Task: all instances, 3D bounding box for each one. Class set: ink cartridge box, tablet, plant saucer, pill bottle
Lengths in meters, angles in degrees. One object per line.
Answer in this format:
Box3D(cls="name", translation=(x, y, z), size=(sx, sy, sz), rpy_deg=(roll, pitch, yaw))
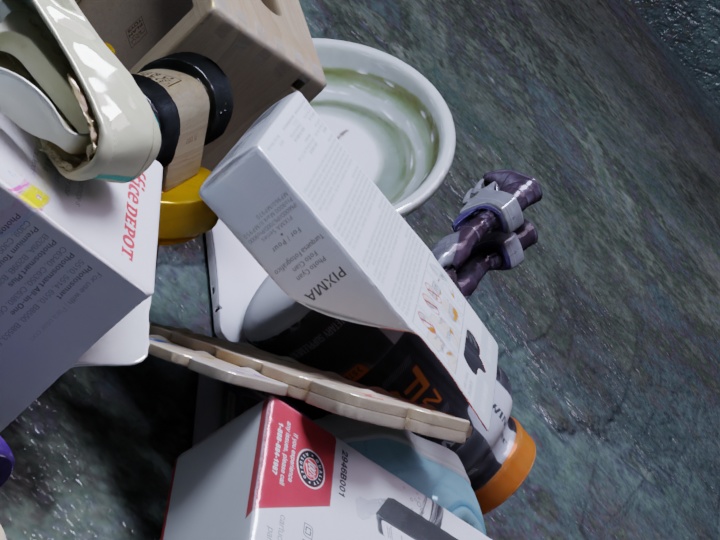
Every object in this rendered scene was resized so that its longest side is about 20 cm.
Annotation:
Box3D(cls="ink cartridge box", translation=(0.000, 0.000, 1.071), size=(0.200, 0.047, 0.160), rpy_deg=(51, 14, -8))
Box3D(cls="tablet", translation=(-0.028, 0.052, 1.286), size=(0.200, 0.014, 0.130), rpy_deg=(36, 26, -30))
Box3D(cls="ink cartridge box", translation=(-0.005, 0.182, 0.974), size=(0.200, 0.084, 0.145), rpy_deg=(36, 39, -27))
Box3D(cls="plant saucer", translation=(-0.032, -0.085, 1.356), size=(0.199, 0.050, 0.201), rpy_deg=(2, 48, -2))
Box3D(cls="pill bottle", translation=(0.026, 0.070, 1.213), size=(0.200, 0.106, 0.106), rpy_deg=(46, 21, -20))
Box3D(cls="ink cartridge box", translation=(-0.195, -0.026, 0.934), size=(0.200, 0.125, 0.129), rpy_deg=(40, 24, -24))

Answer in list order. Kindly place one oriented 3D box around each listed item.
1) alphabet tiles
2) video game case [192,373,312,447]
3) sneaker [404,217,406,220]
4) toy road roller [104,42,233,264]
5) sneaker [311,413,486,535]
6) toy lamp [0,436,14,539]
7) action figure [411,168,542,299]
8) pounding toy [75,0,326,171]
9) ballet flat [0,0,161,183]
Box3D(cls="alphabet tiles", translation=(-0.037, 0.058, 1.039), size=(0.195, 0.015, 0.200), rpy_deg=(17, -1, -43))
Box3D(cls="video game case", translation=(-0.027, 0.157, 1.101), size=(0.182, 0.023, 0.200), rpy_deg=(40, 23, -23))
Box3D(cls="sneaker", translation=(-0.007, -0.065, 1.444), size=(0.201, 0.077, 0.091), rpy_deg=(68, 12, 22))
Box3D(cls="toy road roller", translation=(-0.176, -0.057, 1.073), size=(0.199, 0.147, 0.123), rpy_deg=(14, 17, 12))
Box3D(cls="sneaker", translation=(0.016, 0.137, 1.090), size=(0.200, 0.074, 0.082), rpy_deg=(18, 36, -50))
Box3D(cls="toy lamp", translation=(-0.159, 0.138, 0.830), size=(0.058, 0.058, 0.200), rpy_deg=(15, 39, -55))
Box3D(cls="action figure", translation=(0.059, 0.008, 1.363), size=(0.200, 0.069, 0.131), rpy_deg=(-42, 131, -39))
Box3D(cls="pounding toy", translation=(-0.105, -0.154, 1.240), size=(0.142, 0.184, 0.200), rpy_deg=(32, 27, -38))
Box3D(cls="ballet flat", translation=(-0.170, -0.123, 0.895), size=(0.200, 0.069, 0.069), rpy_deg=(52, 22, 5))
